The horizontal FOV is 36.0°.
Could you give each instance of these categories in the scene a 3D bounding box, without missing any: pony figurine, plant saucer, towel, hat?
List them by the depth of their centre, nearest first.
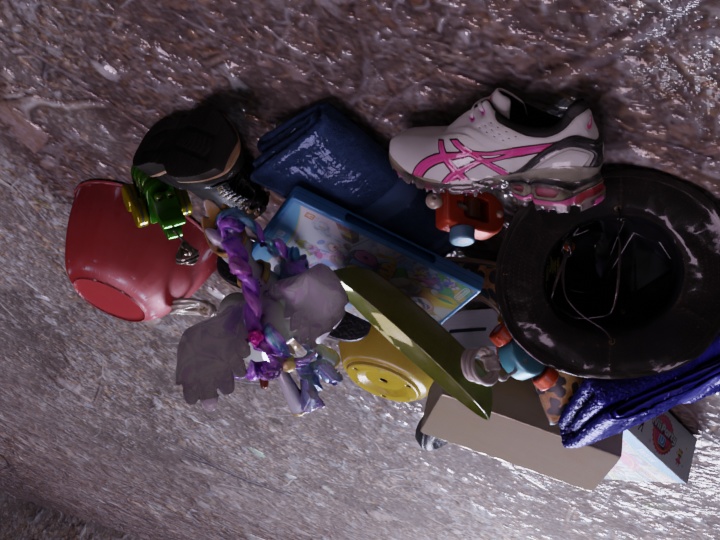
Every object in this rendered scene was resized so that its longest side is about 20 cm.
[{"bbox_3d":[0.216,-0.001,0.955,0.200,0.201,0.081,22,-166,2],"label":"hat"},{"bbox_3d":[-0.084,0.046,1.017,0.166,0.193,0.200,-26,136,4],"label":"pony figurine"},{"bbox_3d":[0.052,0.060,1.018,0.200,0.031,0.200,43,174,5],"label":"plant saucer"},{"bbox_3d":[0.289,0.107,1.027,0.200,0.050,0.148,-19,155,-12],"label":"towel"},{"bbox_3d":[0.000,-0.068,1.040,0.112,0.049,0.200,-27,126,39],"label":"towel"}]

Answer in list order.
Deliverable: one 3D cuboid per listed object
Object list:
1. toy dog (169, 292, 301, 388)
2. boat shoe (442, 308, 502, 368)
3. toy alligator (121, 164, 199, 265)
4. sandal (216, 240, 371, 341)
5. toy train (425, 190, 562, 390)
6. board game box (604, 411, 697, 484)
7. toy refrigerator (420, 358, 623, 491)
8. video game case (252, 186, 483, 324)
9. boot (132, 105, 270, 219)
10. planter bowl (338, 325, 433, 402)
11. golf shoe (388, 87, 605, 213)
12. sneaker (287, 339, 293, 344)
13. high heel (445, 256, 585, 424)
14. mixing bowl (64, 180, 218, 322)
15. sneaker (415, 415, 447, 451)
[{"bbox_3d":[-0.134,0.090,1.351,0.132,0.096,0.200,-9,166,27],"label":"toy dog"},{"bbox_3d":[0.176,0.073,1.183,0.200,0.072,0.071,2,162,47],"label":"boat shoe"},{"bbox_3d":[-0.209,-0.073,1.160,0.200,0.059,0.054,-132,32,-52],"label":"toy alligator"},{"bbox_3d":[-0.071,0.020,1.276,0.200,0.075,0.045,25,170,16],"label":"sandal"},{"bbox_3d":[0.117,0.015,0.992,0.150,0.200,0.056,8,157,-28],"label":"toy train"},{"bbox_3d":[0.272,0.189,1.317,0.200,0.064,0.148,-8,141,46],"label":"board game box"},{"bbox_3d":[0.173,0.160,1.187,0.200,0.070,0.076,20,136,-2],"label":"toy refrigerator"},{"bbox_3d":[0.000,0.000,1.075,0.200,0.018,0.143,26,148,-12],"label":"video game case"},{"bbox_3d":[-0.125,-0.093,1.086,0.138,0.078,0.200,33,173,-29],"label":"boot"},{"bbox_3d":[0.039,0.099,1.312,0.200,0.084,0.200,19,154,10],"label":"planter bowl"},{"bbox_3d":[0.107,-0.107,0.897,0.200,0.073,0.092,10,119,37],"label":"golf shoe"},{"bbox_3d":[-0.065,-0.025,1.179,0.073,0.112,0.200,22,122,-20],"label":"sneaker"},{"bbox_3d":[0.132,0.065,1.095,0.200,0.143,0.071,12,179,17],"label":"high heel"},{"bbox_3d":[-0.280,-0.007,1.346,0.200,0.108,0.200,18,154,9],"label":"mixing bowl"},{"bbox_3d":[0.147,0.175,1.296,0.060,0.104,0.200,1,135,-46],"label":"sneaker"}]
